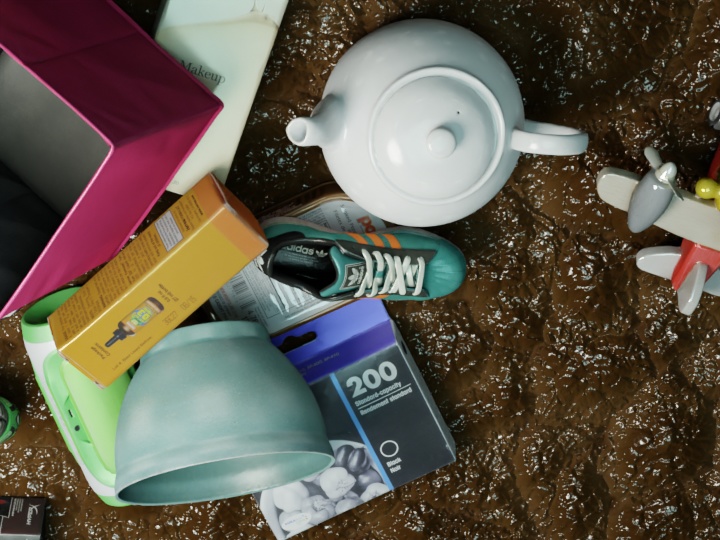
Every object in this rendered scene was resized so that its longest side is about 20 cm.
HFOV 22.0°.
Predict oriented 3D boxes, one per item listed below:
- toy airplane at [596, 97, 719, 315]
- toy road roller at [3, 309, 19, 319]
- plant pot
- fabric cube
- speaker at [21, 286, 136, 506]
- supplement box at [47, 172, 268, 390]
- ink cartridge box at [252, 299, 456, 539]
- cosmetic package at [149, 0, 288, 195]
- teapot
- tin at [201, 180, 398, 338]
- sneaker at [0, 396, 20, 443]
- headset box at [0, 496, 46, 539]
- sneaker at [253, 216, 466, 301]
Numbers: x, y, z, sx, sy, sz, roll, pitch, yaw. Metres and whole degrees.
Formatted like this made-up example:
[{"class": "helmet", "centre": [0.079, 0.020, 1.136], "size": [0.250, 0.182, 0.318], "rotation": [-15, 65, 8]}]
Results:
[{"class": "toy airplane", "centre": [0.335, -0.044, 1.683], "size": [0.199, 0.141, 0.200], "rotation": [-23, 113, 5]}, {"class": "toy road roller", "centre": [-0.382, 0.005, 1.656], "size": [0.200, 0.123, 0.146], "rotation": [-39, 96, 11]}, {"class": "plant pot", "centre": [-0.131, 0.124, 1.668], "size": [0.199, 0.200, 0.135], "rotation": [-10, 75, -1]}, {"class": "fabric cube", "centre": [-0.272, -0.113, 1.521], "size": [0.200, 0.199, 0.196], "rotation": [41, 117, 6]}, {"class": "speaker", "centre": [-0.245, 0.119, 1.730], "size": [0.088, 0.089, 0.201], "rotation": [-19, 113, 3]}, {"class": "supplement box", "centre": [-0.179, 0.010, 1.617], "size": [0.200, 0.069, 0.067], "rotation": [-42, 127, 5]}, {"class": "ink cartridge box", "centre": [-0.034, 0.137, 1.780], "size": [0.197, 0.043, 0.201], "rotation": [-25, 111, 6]}, {"class": "cosmetic package", "centre": [-0.142, -0.172, 1.624], "size": [0.103, 0.073, 0.201], "rotation": [16, 111, -11]}, {"class": "teapot", "centre": [0.064, -0.122, 1.610], "size": [0.200, 0.146, 0.198], "rotation": [-41, 106, 1]}, {"class": "tin", "centre": [-0.058, -0.006, 1.718], "size": [0.199, 0.042, 0.112], "rotation": [-25, 114, 5]}, {"class": "sneaker", "centre": [-0.413, 0.150, 1.732], "size": [0.199, 0.085, 0.079], "rotation": [-1, 81, 13]}, {"class": "headset box", "centre": [-0.408, 0.298, 1.795], "size": [0.199, 0.075, 0.149], "rotation": [2, 112, -6]}, {"class": "sneaker", "centre": [0.000, 0.000, 1.661], "size": [0.199, 0.080, 0.072], "rotation": [6, 110, -7]}]
